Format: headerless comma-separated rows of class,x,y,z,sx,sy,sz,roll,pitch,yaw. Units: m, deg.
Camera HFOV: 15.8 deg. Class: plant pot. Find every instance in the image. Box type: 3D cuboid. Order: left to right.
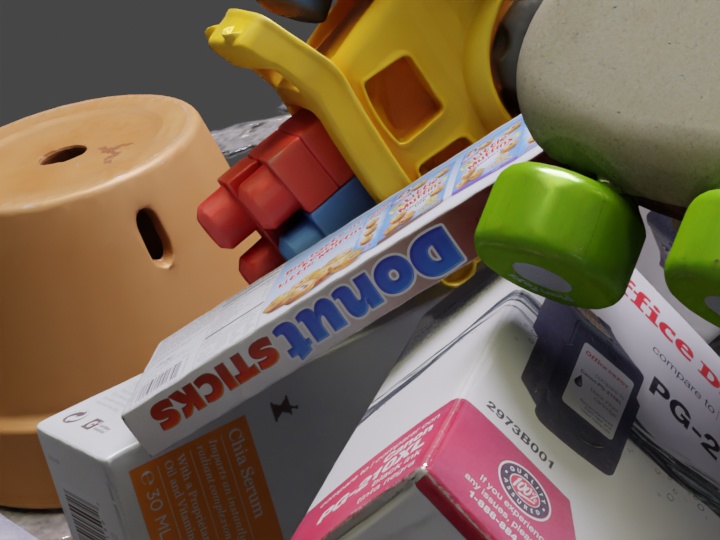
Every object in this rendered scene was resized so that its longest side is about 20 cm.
plant pot,-0.127,0.005,1.254,0.199,0.141,0.200,-12,22,5

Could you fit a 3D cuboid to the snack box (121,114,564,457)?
snack box,0.000,0.000,0.971,0.199,0.024,0.072,-32,13,19

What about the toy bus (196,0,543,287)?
toy bus,0.005,-0.087,1.043,0.192,0.201,0.136,-36,12,-4

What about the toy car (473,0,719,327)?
toy car,0.160,-0.033,0.893,0.157,0.200,0.165,11,71,43

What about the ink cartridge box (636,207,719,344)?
ink cartridge box,0.153,-0.044,1.152,0.200,0.084,0.145,-41,11,2

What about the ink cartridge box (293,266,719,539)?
ink cartridge box,0.071,0.089,0.897,0.084,0.145,0.200,-40,8,31

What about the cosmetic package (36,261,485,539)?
cosmetic package,-0.022,0.074,1.076,0.199,0.102,0.071,-26,21,-25

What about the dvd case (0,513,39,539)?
dvd case,-0.108,0.157,0.855,0.199,0.016,0.149,34,38,-3
